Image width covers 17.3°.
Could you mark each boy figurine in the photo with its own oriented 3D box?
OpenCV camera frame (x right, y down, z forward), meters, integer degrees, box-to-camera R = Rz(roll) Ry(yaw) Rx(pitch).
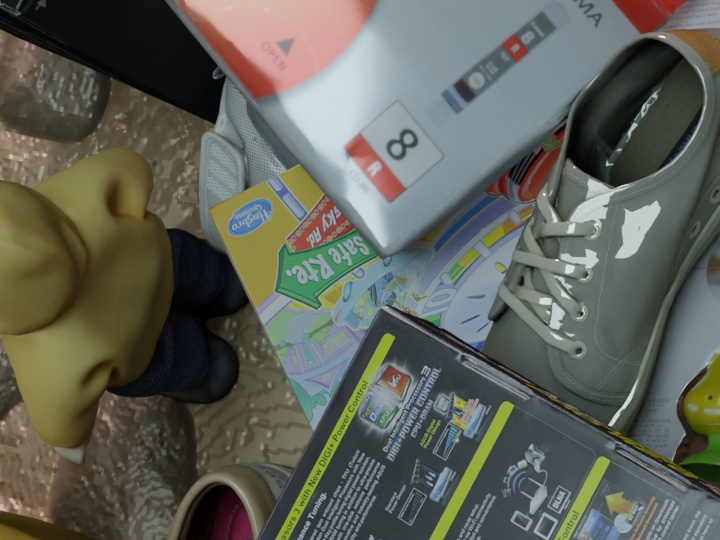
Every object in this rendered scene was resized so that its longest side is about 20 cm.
[{"bbox_3d":[-0.109,0.012,0.921,0.064,0.200,0.125,8,86,25],"label":"boy figurine"}]

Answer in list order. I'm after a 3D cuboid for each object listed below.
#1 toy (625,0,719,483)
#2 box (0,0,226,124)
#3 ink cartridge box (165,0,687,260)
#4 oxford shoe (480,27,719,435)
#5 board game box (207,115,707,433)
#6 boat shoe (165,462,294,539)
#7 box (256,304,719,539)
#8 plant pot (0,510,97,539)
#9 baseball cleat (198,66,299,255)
[{"bbox_3d":[0.144,-0.020,0.829,0.115,0.047,0.201,-1,68,37],"label":"toy"},{"bbox_3d":[-0.123,-0.130,0.954,0.141,0.200,0.079,28,91,25],"label":"box"},{"bbox_3d":[0.034,-0.127,0.829,0.200,0.050,0.162,-40,88,11],"label":"ink cartridge box"},{"bbox_3d":[0.075,0.001,0.808,0.075,0.058,0.201,38,103,44],"label":"oxford shoe"},{"bbox_3d":[0.061,-0.004,0.879,0.199,0.034,0.135,-26,83,-4],"label":"board game box"},{"bbox_3d":[-0.067,0.172,0.941,0.073,0.069,0.201,7,82,25],"label":"boat shoe"},{"bbox_3d":[0.029,0.135,0.746,0.160,0.044,0.201,29,92,28],"label":"box"},{"bbox_3d":[-0.169,0.170,0.849,0.199,0.196,0.196,-2,81,8],"label":"plant pot"},{"bbox_3d":[0.000,0.000,0.944,0.106,0.070,0.201,-24,81,32],"label":"baseball cleat"}]
